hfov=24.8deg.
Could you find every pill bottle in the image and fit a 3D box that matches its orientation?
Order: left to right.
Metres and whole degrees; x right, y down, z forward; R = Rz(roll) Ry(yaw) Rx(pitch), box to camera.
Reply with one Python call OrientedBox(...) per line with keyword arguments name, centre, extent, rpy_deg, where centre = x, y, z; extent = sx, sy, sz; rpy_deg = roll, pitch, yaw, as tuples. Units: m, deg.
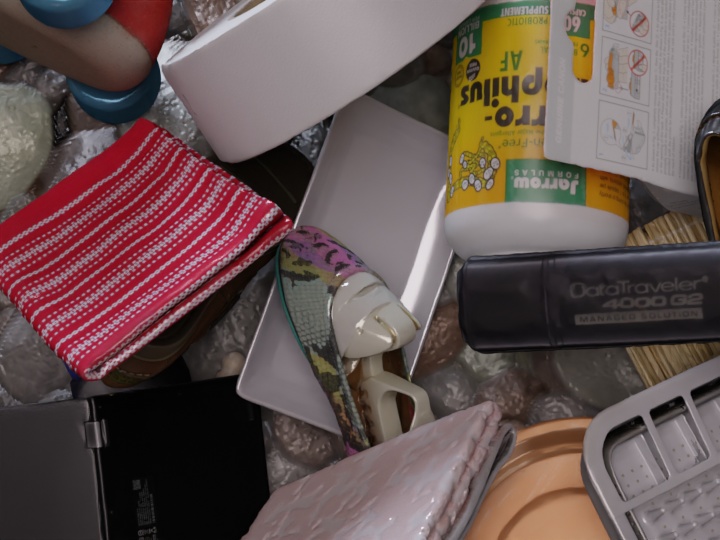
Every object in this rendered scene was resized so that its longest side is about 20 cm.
OrientedBox(name="pill bottle", centre=(0.107, -0.063, 0.986), extent=(0.111, 0.113, 0.202), rpy_deg=(3, 80, 6))

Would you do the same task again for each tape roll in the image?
OrientedBox(name="tape roll", centre=(-0.018, -0.148, 0.966), extent=(0.202, 0.202, 0.071), rpy_deg=(-35, 104, -2))

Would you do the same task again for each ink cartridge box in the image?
OrientedBox(name="ink cartridge box", centre=(0.178, -0.121, 0.971), extent=(0.198, 0.047, 0.162), rpy_deg=(10, 78, -31))

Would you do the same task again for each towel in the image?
OrientedBox(name="towel", centre=(-0.136, -0.019, 0.937), extent=(0.144, 0.200, 0.023), rpy_deg=(-38, 123, -12))
OrientedBox(name="towel", centre=(-0.020, 0.162, 0.866), extent=(0.190, 0.200, 0.032), rpy_deg=(-28, 106, 36))

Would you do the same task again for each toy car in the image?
OrientedBox(name="toy car", centre=(-0.169, -0.228, 1.013), extent=(0.176, 0.185, 0.201), rpy_deg=(27, 77, 10))

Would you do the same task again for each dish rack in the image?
OrientedBox(name="dish rack", centre=(0.216, 0.156, 0.929), extent=(0.170, 0.044, 0.201), rpy_deg=(-19, 76, -31))

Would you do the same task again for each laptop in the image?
OrientedBox(name="laptop", centre=(-0.159, 0.167, 0.963), extent=(0.115, 0.199, 0.190), rpy_deg=(-7, 89, 44))

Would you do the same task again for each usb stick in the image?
OrientedBox(name="usb stick", centre=(0.147, 0.014, 0.889), extent=(0.198, 0.033, 0.056), rpy_deg=(-4, 94, 21))

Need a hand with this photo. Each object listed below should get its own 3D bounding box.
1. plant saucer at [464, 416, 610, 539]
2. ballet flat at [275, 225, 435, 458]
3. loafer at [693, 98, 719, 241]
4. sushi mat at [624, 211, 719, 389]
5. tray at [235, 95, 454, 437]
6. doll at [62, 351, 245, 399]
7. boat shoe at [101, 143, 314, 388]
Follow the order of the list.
OrientedBox(name="plant saucer", centre=(0.133, 0.187, 0.971), extent=(0.198, 0.032, 0.203), rpy_deg=(-2, 80, 9))
OrientedBox(name="ballet flat", centre=(0.011, 0.065, 0.967), extent=(0.069, 0.071, 0.202), rpy_deg=(-21, 97, -38))
OrientedBox(name="loafer", centre=(0.228, 0.002, 0.914), extent=(0.072, 0.072, 0.202), rpy_deg=(-19, 95, 34))
OrientedBox(name="sushi mat", centre=(0.221, 0.060, 1.003), extent=(0.095, 0.012, 0.201), rpy_deg=(-27, 78, 1))
OrientedBox(name="tray", centre=(0.000, 0.000, 1.016), extent=(0.107, 0.022, 0.202), rpy_deg=(23, 81, -18))
OrientedBox(name="doll", centre=(-0.136, 0.070, 1.014), extent=(0.135, 0.048, 0.202), rpy_deg=(-12, 79, -19))
OrientedBox(name="boat shoe", centre=(-0.099, -0.007, 0.997), extent=(0.072, 0.068, 0.200), rpy_deg=(40, 49, 4))
